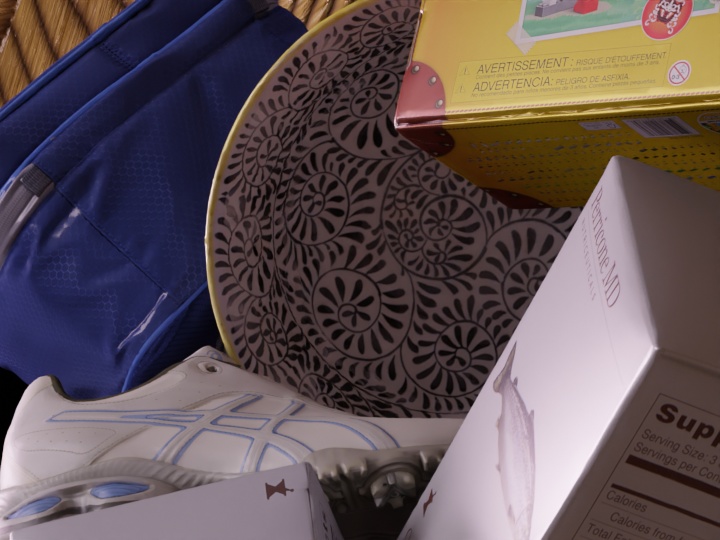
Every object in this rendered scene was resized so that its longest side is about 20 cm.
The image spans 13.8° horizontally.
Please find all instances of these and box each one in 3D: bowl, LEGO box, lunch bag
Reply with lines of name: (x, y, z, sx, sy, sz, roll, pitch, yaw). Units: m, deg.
bowl: (0.041, -0.014, 1.148, 0.094, 0.200, 0.202, -86, 17, -83)
LEGO box: (0.122, -0.106, 0.997, 0.199, 0.077, 0.150, -1, 67, 40)
lunch bag: (-0.087, -0.042, 1.263, 0.200, 0.132, 0.136, -44, -9, -32)

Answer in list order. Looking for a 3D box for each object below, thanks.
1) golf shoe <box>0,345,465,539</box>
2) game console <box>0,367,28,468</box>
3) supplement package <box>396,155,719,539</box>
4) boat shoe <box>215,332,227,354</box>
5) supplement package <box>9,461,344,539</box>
golf shoe: (-0.035, 0.061, 1.072, 0.078, 0.199, 0.098, 89, 176, -53)
game console: (-0.172, 0.057, 1.385, 0.176, 0.116, 0.201, -24, 44, 50)
supplement package: (0.094, 0.087, 0.963, 0.117, 0.117, 0.201, -94, 27, -58)
boat shoe: (0.000, 0.000, 1.227, 0.071, 0.090, 0.201, 160, 127, -74)
supplement package: (-0.041, 0.174, 1.047, 0.200, 0.109, 0.114, 69, -171, -51)
